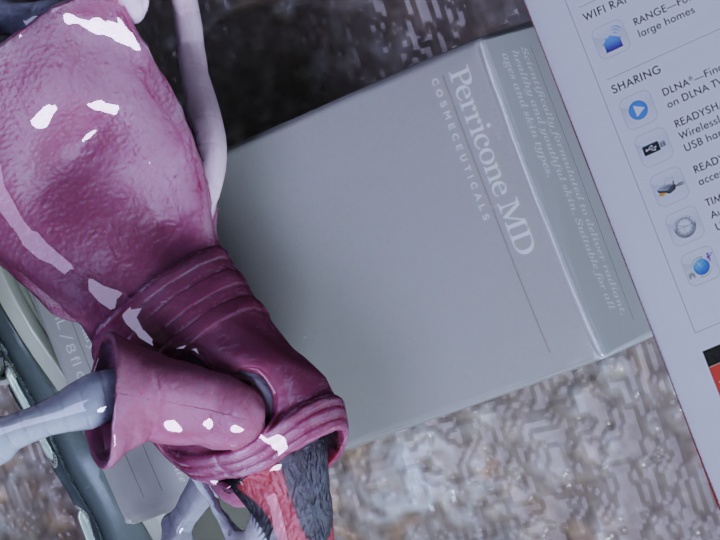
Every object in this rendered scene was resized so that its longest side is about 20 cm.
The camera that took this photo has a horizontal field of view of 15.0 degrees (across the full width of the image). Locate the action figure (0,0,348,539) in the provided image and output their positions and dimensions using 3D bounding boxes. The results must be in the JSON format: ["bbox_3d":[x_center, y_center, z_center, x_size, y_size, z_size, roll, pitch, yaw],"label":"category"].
[{"bbox_3d":[-0.052,0.014,0.814,0.149,0.134,0.200,-41,75,5],"label":"action figure"}]

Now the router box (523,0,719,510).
[{"bbox_3d":[0.143,-0.063,0.595,0.200,0.049,0.180,-23,76,15],"label":"router box"}]

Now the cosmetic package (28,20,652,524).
[{"bbox_3d":[0.000,0.000,0.870,0.200,0.090,0.107,-24,89,37],"label":"cosmetic package"}]

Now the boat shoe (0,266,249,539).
[{"bbox_3d":[-0.106,0.037,0.955,0.062,0.073,0.200,-28,95,31],"label":"boat shoe"}]
